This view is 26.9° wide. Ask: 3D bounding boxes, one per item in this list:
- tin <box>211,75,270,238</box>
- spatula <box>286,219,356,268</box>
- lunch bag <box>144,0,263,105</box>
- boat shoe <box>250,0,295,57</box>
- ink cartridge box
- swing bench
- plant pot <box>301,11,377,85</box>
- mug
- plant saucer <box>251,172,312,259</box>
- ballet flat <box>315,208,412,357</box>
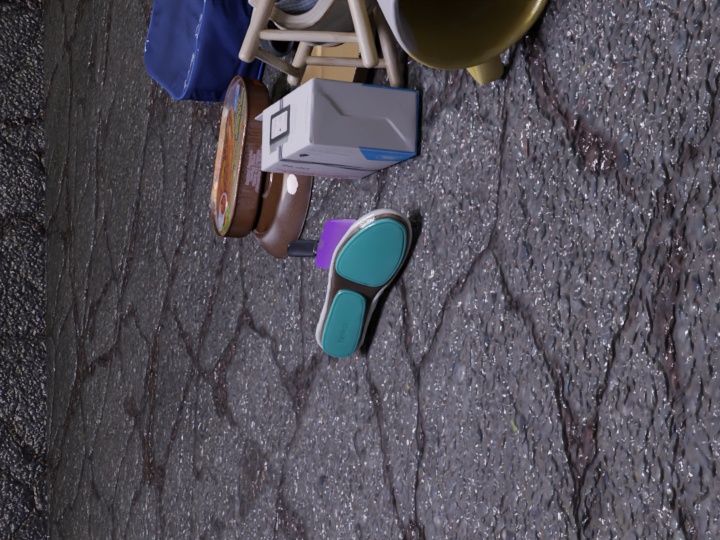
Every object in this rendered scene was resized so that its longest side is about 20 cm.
[{"bbox_3d":[-0.148,-0.139,1.869,0.112,0.041,0.202,-135,53,-69],"label":"tin"},{"bbox_3d":[-0.049,-0.026,1.687,0.200,0.020,0.057,174,112,-71],"label":"spatula"},{"bbox_3d":[-0.190,-0.311,1.972,0.136,0.131,0.202,45,128,42],"label":"lunch bag"},{"bbox_3d":[-0.092,-0.350,1.801,0.066,0.074,0.201,-126,44,-56],"label":"boat shoe"},{"bbox_3d":[-0.030,-0.138,1.536,0.200,0.115,0.069,165,108,-69],"label":"ink cartridge box"},{"bbox_3d":[-0.024,-0.284,1.429,0.199,0.128,0.202,-1,-85,-80],"label":"swing bench"},{"bbox_3d":[-0.022,-0.258,1.663,0.200,0.027,0.202,-175,90,-68],"label":"plant pot"},{"bbox_3d":[0.058,-0.255,1.256,0.154,0.148,0.188,56,142,43],"label":"mug"},{"bbox_3d":[-0.104,-0.116,1.841,0.200,0.032,0.203,-175,90,-70],"label":"plant saucer"},{"bbox_3d":[0.000,0.000,1.513,0.070,0.069,0.201,-107,29,-44],"label":"ballet flat"}]
